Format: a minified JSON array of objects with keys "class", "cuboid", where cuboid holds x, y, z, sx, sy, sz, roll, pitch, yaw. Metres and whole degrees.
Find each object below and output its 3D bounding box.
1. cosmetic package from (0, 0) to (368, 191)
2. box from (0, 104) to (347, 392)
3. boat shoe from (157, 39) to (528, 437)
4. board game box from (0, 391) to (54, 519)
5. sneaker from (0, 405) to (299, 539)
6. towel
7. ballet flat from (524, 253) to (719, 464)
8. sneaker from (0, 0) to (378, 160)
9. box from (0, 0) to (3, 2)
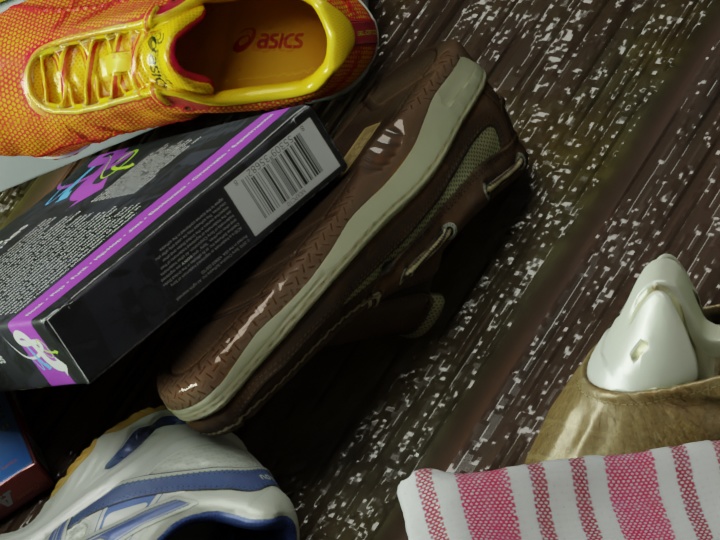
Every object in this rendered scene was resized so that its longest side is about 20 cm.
[{"class":"cosmetic package","cuboid":[-0.094,-0.123,1.311,0.199,0.052,0.151,-22,34,13]},{"class":"box","cuboid":[-0.109,-0.004,1.165,0.143,0.036,0.200,-41,17,-26]},{"class":"boat shoe","cuboid":[0.004,-0.001,1.132,0.203,0.075,0.075,-51,20,-27]},{"class":"board game box","cuboid":[-0.229,0.108,1.222,0.199,0.019,0.103,-32,40,1]},{"class":"sneaker","cuboid":[-0.110,0.136,1.081,0.200,0.075,0.088,-45,43,-12]},{"class":"towel","cuboid":[0.121,0.106,0.935,0.199,0.030,0.147,-5,41,-13]},{"class":"ballet flat","cuboid":[0.142,0.022,1.027,0.199,0.073,0.068,-16,28,20]},{"class":"sneaker","cuboid":[-0.094,-0.091,1.197,0.199,0.077,0.073,-12,89,14]},{"class":"box","cuboid":[-0.110,-0.187,1.306,0.199,0.064,0.070,-20,31,16]}]
